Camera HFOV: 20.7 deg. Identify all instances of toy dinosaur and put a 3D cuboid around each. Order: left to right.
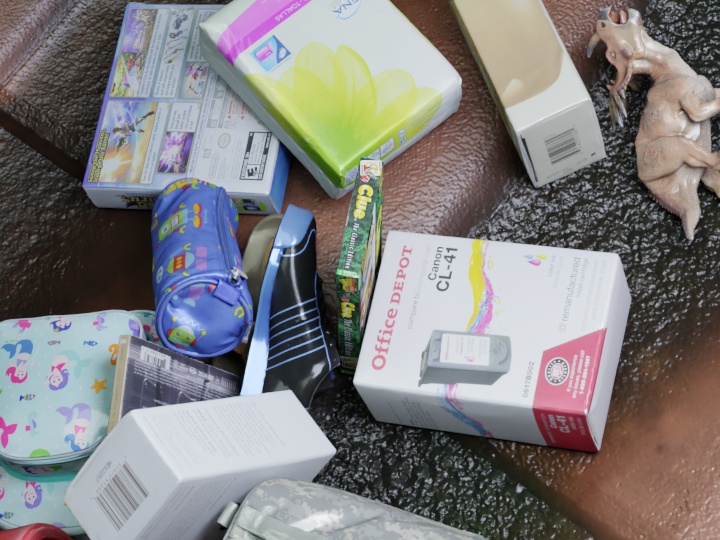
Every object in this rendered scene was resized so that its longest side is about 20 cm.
[{"bbox_3d":[0.259,-0.118,1.665,0.135,0.086,0.202,-2,79,26],"label":"toy dinosaur"}]

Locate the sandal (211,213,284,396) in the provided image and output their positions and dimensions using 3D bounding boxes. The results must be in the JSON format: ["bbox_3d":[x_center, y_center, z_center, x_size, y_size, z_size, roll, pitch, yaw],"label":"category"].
[{"bbox_3d":[-0.088,0.038,1.693,0.080,0.054,0.201,3,69,18],"label":"sandal"}]

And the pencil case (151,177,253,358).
[{"bbox_3d":[-0.135,-0.005,1.668,0.087,0.078,0.200,-43,26,16],"label":"pencil case"}]

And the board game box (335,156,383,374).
[{"bbox_3d":[0.000,0.000,1.606,0.023,0.200,0.105,7,66,4],"label":"board game box"}]

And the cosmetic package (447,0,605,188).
[{"bbox_3d":[0.138,-0.185,1.716,0.071,0.105,0.201,-24,58,3],"label":"cosmetic package"}]

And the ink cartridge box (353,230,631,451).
[{"bbox_3d":[0.109,0.056,1.613,0.199,0.086,0.148,6,66,17],"label":"ink cartridge box"}]

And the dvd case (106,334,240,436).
[{"bbox_3d":[-0.155,0.167,1.578,0.016,0.148,0.201,-5,72,32],"label":"dvd case"}]

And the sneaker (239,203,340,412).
[{"bbox_3d":[-0.050,0.049,1.632,0.077,0.070,0.201,11,91,-2],"label":"sneaker"}]

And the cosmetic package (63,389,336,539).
[{"bbox_3d":[-0.120,0.155,1.513,0.102,0.200,0.074,-49,67,24],"label":"cosmetic package"}]

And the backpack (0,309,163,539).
[{"bbox_3d":[-0.232,0.134,1.641,0.176,0.151,0.201,-4,68,12],"label":"backpack"}]

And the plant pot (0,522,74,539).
[{"bbox_3d":[-0.305,0.313,1.535,0.181,0.201,0.202,-15,61,11],"label":"plant pot"}]

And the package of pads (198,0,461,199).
[{"bbox_3d":[-0.024,-0.181,1.747,0.154,0.068,0.200,-37,74,-17],"label":"package of pads"}]

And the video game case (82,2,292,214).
[{"bbox_3d":[-0.146,-0.150,1.812,0.180,0.046,0.201,3,65,15],"label":"video game case"}]

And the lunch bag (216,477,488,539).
[{"bbox_3d":[0.001,0.238,1.503,0.199,0.168,0.140,15,69,23],"label":"lunch bag"}]
